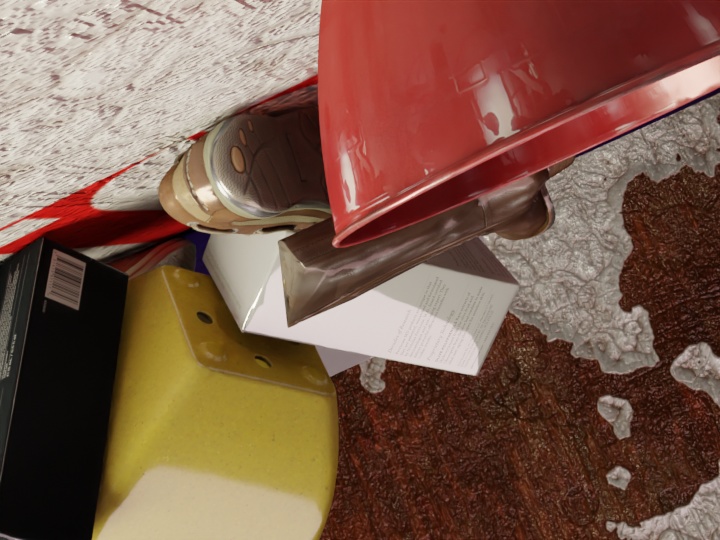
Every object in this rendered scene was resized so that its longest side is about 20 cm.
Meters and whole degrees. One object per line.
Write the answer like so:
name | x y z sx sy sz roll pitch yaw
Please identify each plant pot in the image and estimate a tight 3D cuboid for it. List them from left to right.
plant pot | -0.124 0.115 0.981 0.194 0.195 0.201 15 118 -32

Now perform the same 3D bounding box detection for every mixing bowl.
mixing bowl | 0.059 -0.097 0.510 0.198 0.110 0.200 -24 178 -1

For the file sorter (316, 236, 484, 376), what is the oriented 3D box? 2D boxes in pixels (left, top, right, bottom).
file sorter | -0.010 -0.015 1.133 0.198 0.125 0.139 -23 146 -7

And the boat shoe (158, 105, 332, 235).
boat shoe | -0.054 -0.058 0.847 0.071 0.077 0.199 -20 171 26

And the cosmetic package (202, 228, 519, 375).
cosmetic package | 0.000 0.000 0.978 0.198 0.086 0.108 12 -156 -28

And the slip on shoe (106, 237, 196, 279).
slip on shoe | -0.209 0.017 1.185 0.061 0.075 0.200 22 -148 23

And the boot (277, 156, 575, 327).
boot | 0.031 -0.020 0.869 0.198 0.065 0.187 -31 165 -9

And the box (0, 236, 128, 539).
box | -0.234 0.100 0.916 0.078 0.203 0.140 27 145 -38
